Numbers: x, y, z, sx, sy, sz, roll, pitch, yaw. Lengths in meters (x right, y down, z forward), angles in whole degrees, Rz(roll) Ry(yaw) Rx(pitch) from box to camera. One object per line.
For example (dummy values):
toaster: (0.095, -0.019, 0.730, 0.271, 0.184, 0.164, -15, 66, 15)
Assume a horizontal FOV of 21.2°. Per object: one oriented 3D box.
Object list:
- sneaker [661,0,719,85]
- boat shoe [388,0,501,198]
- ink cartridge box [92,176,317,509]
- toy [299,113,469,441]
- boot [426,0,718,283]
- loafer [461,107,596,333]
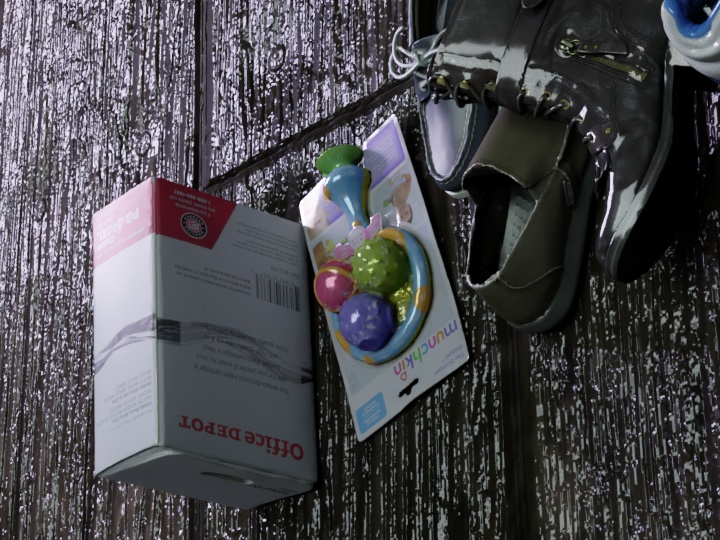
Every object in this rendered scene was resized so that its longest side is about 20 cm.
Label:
sneaker: (0.252, -0.161, 1.000, 0.200, 0.146, 0.081, -36, 52, 37)
boat shoe: (0.060, -0.150, 1.291, 0.074, 0.061, 0.202, -9, 70, 46)
ink cartridge box: (-0.110, 0.055, 1.350, 0.083, 0.144, 0.202, -25, 58, 41)
toy: (0.000, 0.000, 1.317, 0.115, 0.047, 0.202, -40, 48, 36)
boot: (0.119, -0.099, 1.152, 0.172, 0.069, 0.202, 11, 74, 26)
loafer: (0.107, -0.065, 1.197, 0.075, 0.069, 0.202, -8, 70, 48)
